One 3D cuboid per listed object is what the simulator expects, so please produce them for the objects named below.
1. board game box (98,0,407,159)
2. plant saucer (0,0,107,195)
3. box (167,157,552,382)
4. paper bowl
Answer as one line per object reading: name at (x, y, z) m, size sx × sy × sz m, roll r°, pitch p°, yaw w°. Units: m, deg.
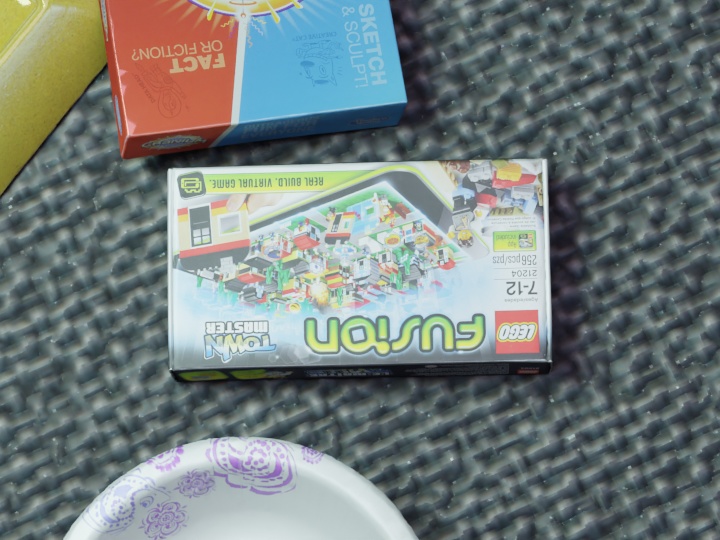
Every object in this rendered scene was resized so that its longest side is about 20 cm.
board game box at (-0.066, -0.168, 1.416) m, size 0.152 × 0.040 × 0.201 m, roll -8°, pitch 77°, yaw -10°
plant saucer at (-0.256, -0.125, 1.423) m, size 0.200 × 0.048 × 0.200 m, roll 36°, pitch 81°, yaw 10°
box at (0.000, 0.000, 1.390) m, size 0.199 × 0.035 × 0.111 m, roll -2°, pitch 77°, yaw 2°
paper bowl at (-0.056, 0.188, 1.313) m, size 0.200 × 0.104 × 0.202 m, roll -1°, pitch 77°, yaw 3°
